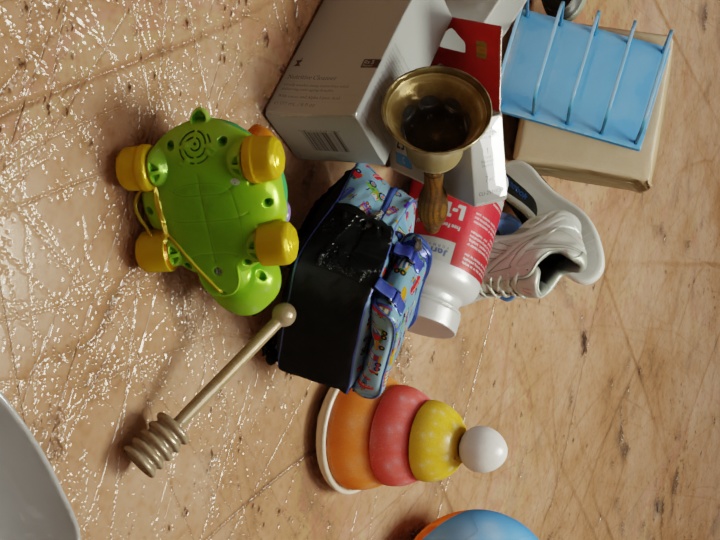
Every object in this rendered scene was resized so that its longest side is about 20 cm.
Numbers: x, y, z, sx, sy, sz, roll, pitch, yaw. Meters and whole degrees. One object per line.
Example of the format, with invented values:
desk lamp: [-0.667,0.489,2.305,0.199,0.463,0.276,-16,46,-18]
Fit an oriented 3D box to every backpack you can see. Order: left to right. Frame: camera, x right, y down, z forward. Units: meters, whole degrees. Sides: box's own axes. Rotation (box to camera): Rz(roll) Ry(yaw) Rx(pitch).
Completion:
backpack: [0.000,0.000,1.193,0.183,0.134,0.200,103,10,-46]

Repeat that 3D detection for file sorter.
file sorter: [0.281,-0.254,1.514,0.123,0.199,0.140,36,72,-81]

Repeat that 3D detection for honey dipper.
honey dipper: [-0.128,0.099,1.068,0.200,0.038,0.038,-46,135,-20]

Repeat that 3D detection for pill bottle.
pill bottle: [0.095,-0.029,1.384,0.112,0.112,0.201,40,62,-53]

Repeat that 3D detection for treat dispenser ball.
treat dispenser ball: [0.142,0.392,1.456,0.200,0.200,0.202,-16,110,-56]

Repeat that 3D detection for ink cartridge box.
ink cartridge box: [0.085,-0.177,1.268,0.044,0.200,0.177,-13,111,-22]

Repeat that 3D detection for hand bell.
hand bell: [0.073,-0.099,1.198,0.200,0.104,0.105,88,25,-59]

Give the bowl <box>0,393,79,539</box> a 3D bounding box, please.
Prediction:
bowl: [-0.302,0.188,0.810,0.200,0.074,0.201,-53,138,-39]

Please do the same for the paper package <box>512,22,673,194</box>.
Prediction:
paper package: [0.315,-0.220,1.622,0.103,0.189,0.201,29,72,-79]

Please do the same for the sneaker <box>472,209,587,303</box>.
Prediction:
sneaker: [0.184,0.001,1.461,0.078,0.199,0.100,55,14,-38]

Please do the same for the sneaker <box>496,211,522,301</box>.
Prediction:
sneaker: [0.173,-0.024,1.550,0.200,0.074,0.083,38,66,-53]

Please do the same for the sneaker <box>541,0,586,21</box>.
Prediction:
sneaker: [0.251,-0.437,1.603,0.106,0.074,0.201,16,70,-54]

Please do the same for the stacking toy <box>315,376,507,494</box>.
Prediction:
stacking toy: [0.064,0.184,1.292,0.146,0.199,0.147,-16,109,-55]

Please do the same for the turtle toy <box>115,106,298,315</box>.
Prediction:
turtle toy: [-0.118,-0.047,1.035,0.101,0.145,0.201,-67,152,-62]

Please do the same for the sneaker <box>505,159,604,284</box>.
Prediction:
sneaker: [0.263,-0.057,1.589,0.073,0.200,0.112,-38,156,8]

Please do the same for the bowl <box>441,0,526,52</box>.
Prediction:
bowl: [0.134,-0.306,1.373,0.200,0.075,0.200,-47,172,-41]

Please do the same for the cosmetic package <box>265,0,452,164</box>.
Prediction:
cosmetic package: [0.002,-0.209,1.203,0.081,0.112,0.201,53,50,-48]
